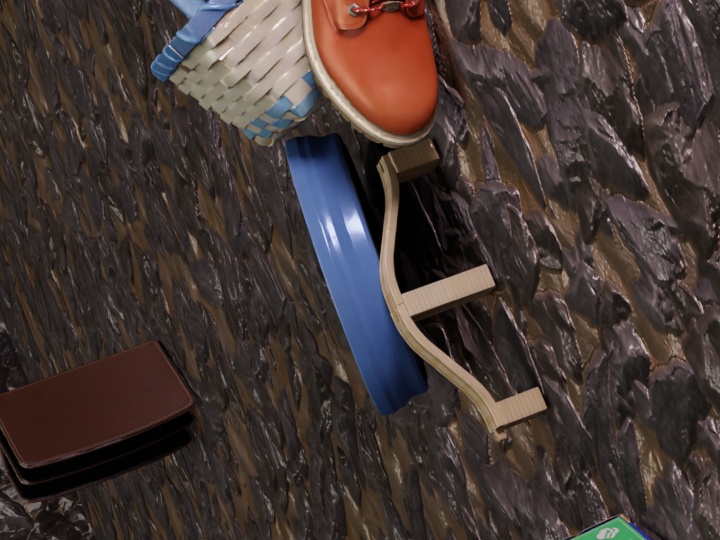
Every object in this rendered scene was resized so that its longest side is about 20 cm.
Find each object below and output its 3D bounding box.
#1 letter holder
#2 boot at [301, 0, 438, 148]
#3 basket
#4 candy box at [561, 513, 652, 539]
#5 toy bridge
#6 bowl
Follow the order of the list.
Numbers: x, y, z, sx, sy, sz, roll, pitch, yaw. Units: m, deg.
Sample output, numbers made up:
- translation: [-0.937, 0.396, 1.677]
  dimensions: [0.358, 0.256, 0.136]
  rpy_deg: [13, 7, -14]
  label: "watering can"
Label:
- translation: [-0.281, 0.180, 2.531]
  dimensions: [0.142, 0.200, 0.101]
  rpy_deg: [-131, 27, -51]
  label: "letter holder"
- translation: [0.006, -0.175, 1.430]
  dimensions: [0.107, 0.075, 0.200]
  rpy_deg: [-24, 84, 69]
  label: "boot"
- translation: [-0.090, -0.187, 1.562]
  dimensions: [0.200, 0.139, 0.176]
  rpy_deg: [41, 166, -9]
  label: "basket"
- translation: [0.180, 0.261, 1.352]
  dimensions: [0.200, 0.077, 0.169]
  rpy_deg: [36, 144, 61]
  label: "candy box"
- translation: [0.052, 0.017, 1.503]
  dimensions: [0.027, 0.067, 0.200]
  rpy_deg: [124, 125, -70]
  label: "toy bridge"
- translation: [0.000, 0.000, 1.606]
  dimensions: [0.201, 0.039, 0.201]
  rpy_deg: [-19, -90, -87]
  label: "bowl"
